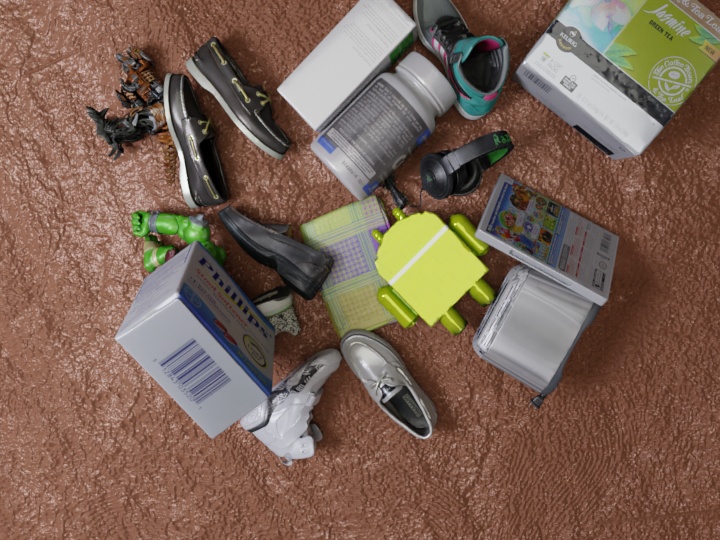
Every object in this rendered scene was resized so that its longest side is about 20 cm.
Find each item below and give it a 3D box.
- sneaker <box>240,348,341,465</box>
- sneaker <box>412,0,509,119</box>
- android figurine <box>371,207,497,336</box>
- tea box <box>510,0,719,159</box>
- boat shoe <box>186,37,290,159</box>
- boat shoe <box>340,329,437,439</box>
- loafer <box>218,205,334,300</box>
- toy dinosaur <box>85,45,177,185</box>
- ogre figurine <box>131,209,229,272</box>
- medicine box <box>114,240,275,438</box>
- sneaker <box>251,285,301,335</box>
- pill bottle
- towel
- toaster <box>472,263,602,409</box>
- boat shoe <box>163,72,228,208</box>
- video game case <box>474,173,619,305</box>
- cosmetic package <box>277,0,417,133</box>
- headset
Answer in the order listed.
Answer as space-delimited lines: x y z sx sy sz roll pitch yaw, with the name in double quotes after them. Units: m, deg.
-0.083 0.214 1.083 0.200 0.075 0.115 -40 92 14 "sneaker"
0.141 -0.314 0.964 0.083 0.121 0.201 -29 95 -10 "sneaker"
0.103 -0.004 1.033 0.200 0.041 0.182 44 94 -1 "android figurine"
0.348 -0.290 0.948 0.199 0.134 0.197 37 98 0 "tea box"
-0.171 -0.254 1.029 0.061 0.072 0.201 -43 90 13 "boat shoe"
0.042 0.176 1.060 0.072 0.066 0.201 -36 98 11 "boat shoe"
-0.129 -0.040 1.061 0.200 0.073 0.072 39 78 8 "loafer"
-0.329 -0.232 1.047 0.135 0.102 0.201 -22 72 -9 "toy dinosaur"
-0.265 -0.002 1.063 0.119 0.098 0.202 -13 84 18 "ogre figurine"
-0.209 0.084 0.933 0.103 0.200 0.183 -35 111 9 "medicine box"
-0.180 0.103 1.082 0.199 0.077 0.089 -25 102 10 "sneaker"
0.035 -0.207 0.995 0.200 0.114 0.114 -44 91 3 "pill bottle"
0.000 0.000 1.074 0.143 0.023 0.202 -21 94 8 "towel"
0.249 0.085 1.015 0.128 0.114 0.201 28 99 6 "toaster"
-0.243 -0.196 1.043 0.060 0.072 0.203 -4 109 13 "boat shoe"
0.270 -0.048 0.992 0.199 0.144 0.018 29 137 1 "video game case"
-0.017 -0.296 0.997 0.085 0.108 0.200 44 100 -2 "cosmetic package"
0.122 -0.151 1.002 0.199 0.123 0.095 -32 81 33 "headset"
